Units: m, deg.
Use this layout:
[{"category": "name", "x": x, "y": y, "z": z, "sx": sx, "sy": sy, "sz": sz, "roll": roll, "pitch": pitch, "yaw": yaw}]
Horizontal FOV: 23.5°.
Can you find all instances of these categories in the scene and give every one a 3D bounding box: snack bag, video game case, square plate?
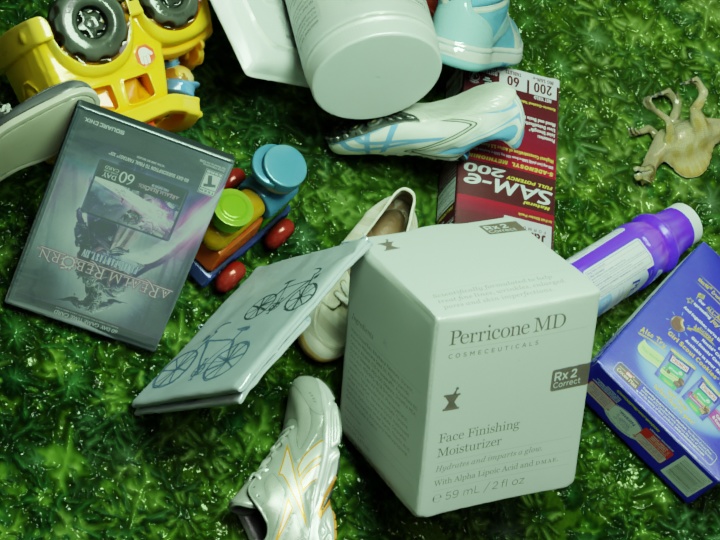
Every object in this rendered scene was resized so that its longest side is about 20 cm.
[{"category": "snack bag", "x": -0.095, "y": 0.050, "z": 1.513, "sx": 0.021, "sy": 0.188, "sz": 0.200, "roll": 51, "pitch": 57, "yaw": -17}, {"category": "video game case", "x": -0.212, "y": -0.036, "z": 1.513, "sx": 0.143, "sy": 0.200, "sz": 0.019, "roll": 20, "pitch": 22, "yaw": -13}, {"category": "square plate", "x": -0.103, "y": -0.272, "z": 1.659, "sx": 0.198, "sy": 0.028, "sz": 0.200, "roll": 65, "pitch": 18, "yaw": 6}]

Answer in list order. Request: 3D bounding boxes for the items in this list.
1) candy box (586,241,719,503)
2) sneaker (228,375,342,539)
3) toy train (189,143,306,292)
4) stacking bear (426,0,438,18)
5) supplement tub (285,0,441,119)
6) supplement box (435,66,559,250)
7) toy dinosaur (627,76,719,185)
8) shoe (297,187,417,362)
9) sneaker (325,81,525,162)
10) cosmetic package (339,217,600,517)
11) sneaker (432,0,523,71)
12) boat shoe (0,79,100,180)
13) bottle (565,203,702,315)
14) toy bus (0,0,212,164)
[{"category": "candy box", "x": 0.334, "y": 0.100, "z": 1.724, "sx": 0.169, "sy": 0.077, "sz": 0.200, "roll": 45, "pitch": 60, "yaw": 3}, {"category": "sneaker", "x": -0.069, "y": 0.184, "z": 1.528, "sx": 0.092, "sy": 0.076, "sz": 0.200, "roll": 8, "pitch": 63, "yaw": -14}, {"category": "toy train", "x": -0.132, "y": -0.032, "z": 1.572, "sx": 0.085, "sy": 0.116, "sz": 0.200, "roll": 46, "pitch": 59, "yaw": 3}, {"category": "stacking bear", "x": 0.057, "y": -0.296, "z": 1.777, "sx": 0.114, "sy": 0.121, "sz": 0.200, "roll": 23, "pitch": 70, "yaw": -11}, {"category": "supplement tub", "x": -0.006, "y": -0.260, "z": 1.655, "sx": 0.132, "sy": 0.132, "sz": 0.200, "roll": 0, "pitch": 57, "yaw": -22}, {"category": "supplement box", "x": 0.139, "y": -0.107, "z": 1.747, "sx": 0.109, "sy": 0.061, "sz": 0.200, "roll": 12, "pitch": 64, "yaw": -15}, {"category": "toy dinosaur", "x": 0.357, "y": -0.153, "z": 1.870, "sx": 0.200, "sy": 0.058, "sz": 0.101, "roll": -23, "pitch": 92, "yaw": -21}, {"category": "shoe", "x": 0.000, "y": 0.000, "z": 1.647, "sx": 0.070, "sy": 0.053, "sz": 0.200, "roll": 33, "pitch": 59, "yaw": -5}, {"category": "sneaker", "x": 0.062, "y": -0.132, "z": 1.684, "sx": 0.072, "sy": 0.200, "sz": 0.073, "roll": -65, "pitch": 143, "yaw": -57}, {"category": "cosmetic package", "x": 0.092, "y": 0.081, "z": 1.533, "sx": 0.165, "sy": 0.200, "sz": 0.165, "roll": -9, "pitch": 30, "yaw": -24}, {"category": "sneaker", "x": 0.129, "y": -0.272, "z": 1.719, "sx": 0.079, "sy": 0.131, "sz": 0.200, "roll": 17, "pitch": 17, "yaw": 13}, {"category": "boat shoe", "x": -0.317, "y": -0.120, "z": 1.510, "sx": 0.073, "sy": 0.200, "sz": 0.063, "roll": 27, "pitch": 36, "yaw": -58}, {"category": "bottle", "x": 0.261, "y": -0.006, "z": 1.738, "sx": 0.200, "sy": 0.084, "sz": 0.065, "roll": -29, "pitch": 78, "yaw": -31}, {"category": "toy bus", "x": -0.212, "y": -0.168, "z": 1.602, "sx": 0.200, "sy": 0.136, "sz": 0.192, "roll": -24, "pitch": 91, "yaw": -31}]
